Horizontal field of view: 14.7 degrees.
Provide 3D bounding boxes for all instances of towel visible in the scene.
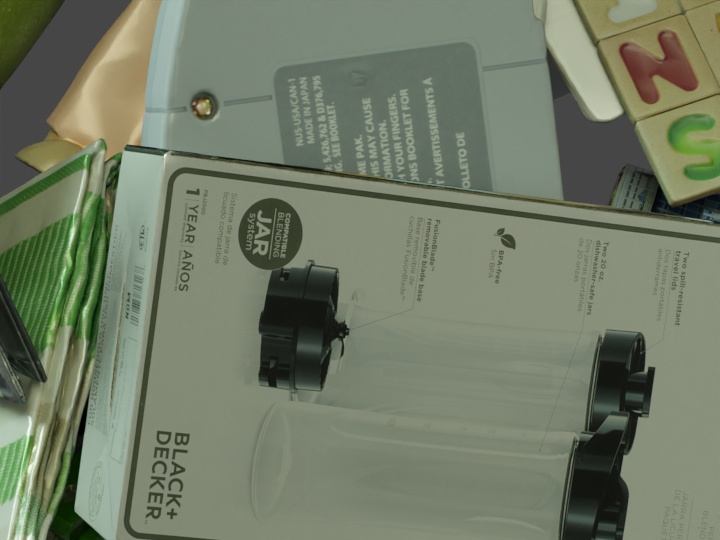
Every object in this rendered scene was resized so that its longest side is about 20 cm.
[{"bbox_3d":[-0.133,0.068,0.906,0.023,0.153,0.200,25,60,-31],"label":"towel"}]

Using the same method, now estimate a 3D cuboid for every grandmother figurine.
[{"bbox_3d":[-0.038,-0.106,0.992,0.061,0.121,0.200,28,87,44],"label":"grandmother figurine"}]

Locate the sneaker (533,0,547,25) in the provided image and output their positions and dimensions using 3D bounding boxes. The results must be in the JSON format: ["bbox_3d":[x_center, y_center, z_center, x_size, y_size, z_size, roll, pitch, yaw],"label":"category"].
[{"bbox_3d":[-0.003,-0.052,0.927,0.073,0.085,0.200,32,69,17],"label":"sneaker"}]

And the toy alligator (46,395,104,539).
[{"bbox_3d":[-0.078,0.063,0.951,0.059,0.054,0.200,31,69,16],"label":"toy alligator"}]

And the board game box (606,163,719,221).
[{"bbox_3d":[0.112,0.058,0.956,0.200,0.062,0.200,17,67,5],"label":"board game box"}]

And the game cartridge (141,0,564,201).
[{"bbox_3d":[0.000,0.000,0.871,0.133,0.040,0.200,-9,96,-20],"label":"game cartridge"}]

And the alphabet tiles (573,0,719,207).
[{"bbox_3d":[0.159,-0.106,0.985,0.166,0.006,0.200,-19,68,-10],"label":"alphabet tiles"}]

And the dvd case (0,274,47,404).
[{"bbox_3d":[-0.185,-0.045,0.880,0.016,0.149,0.200,-39,36,-26],"label":"dvd case"}]

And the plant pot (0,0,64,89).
[{"bbox_3d":[-0.166,-0.136,0.984,0.187,0.187,0.200,38,57,14],"label":"plant pot"}]

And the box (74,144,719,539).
[{"bbox_3d":[0.024,0.032,0.832,0.200,0.060,0.117,6,92,-17],"label":"box"}]

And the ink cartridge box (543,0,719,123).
[{"bbox_3d":[0.084,-0.140,1.039,0.116,0.067,0.200,-24,69,-12],"label":"ink cartridge box"}]
